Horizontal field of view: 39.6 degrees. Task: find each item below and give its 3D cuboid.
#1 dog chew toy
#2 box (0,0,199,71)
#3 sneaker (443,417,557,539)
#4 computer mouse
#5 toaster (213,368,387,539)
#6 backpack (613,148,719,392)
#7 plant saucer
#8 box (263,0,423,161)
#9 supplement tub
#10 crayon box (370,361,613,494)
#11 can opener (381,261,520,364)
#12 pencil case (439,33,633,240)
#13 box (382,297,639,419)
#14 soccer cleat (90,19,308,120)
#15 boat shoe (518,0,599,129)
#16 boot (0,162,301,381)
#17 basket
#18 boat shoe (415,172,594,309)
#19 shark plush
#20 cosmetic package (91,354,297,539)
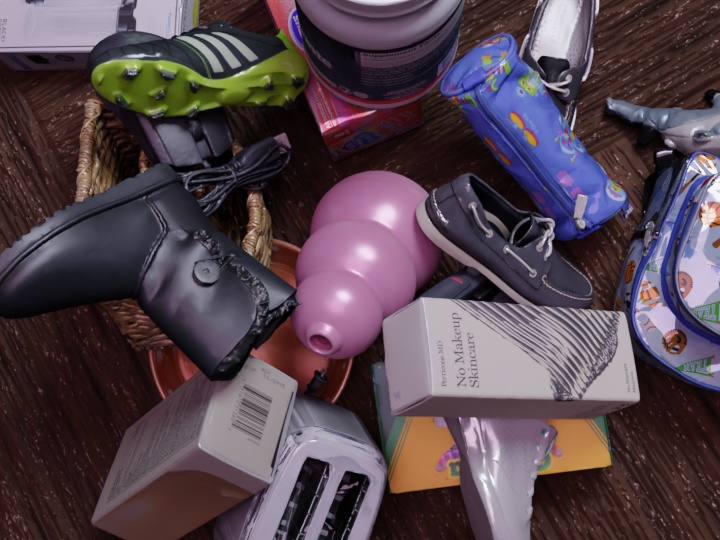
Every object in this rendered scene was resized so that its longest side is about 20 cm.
[{"bbox_3d":[0.000,0.000,0.875,0.124,0.125,0.200,17,42,9],"label":"dog chew toy"},{"bbox_3d":[-0.267,-0.266,1.015,0.200,0.060,0.117,0,81,7],"label":"box"},{"bbox_3d":[0.128,0.161,0.840,0.088,0.075,0.200,-11,82,-12],"label":"sneaker"},{"bbox_3d":[-0.161,-0.148,0.886,0.200,0.053,0.138,48,51,10],"label":"computer mouse"},{"bbox_3d":[-0.048,0.193,0.861,0.113,0.129,0.200,23,91,-16],"label":"toaster"},{"bbox_3d":[0.318,0.011,0.861,0.200,0.154,0.191,24,95,7],"label":"backpack"},{"bbox_3d":[-0.102,0.069,0.957,0.200,0.032,0.201,-1,82,6],"label":"plant saucer"},{"bbox_3d":[-0.024,-0.222,0.960,0.102,0.095,0.200,-22,79,2],"label":"box"},{"bbox_3d":[0.016,-0.226,0.806,0.140,0.200,0.141,0,79,1],"label":"supplement tub"},{"bbox_3d":[0.117,0.130,0.906,0.200,0.058,0.119,-9,81,5],"label":"crayon box"},{"bbox_3d":[0.085,0.029,0.876,0.079,0.200,0.064,17,115,38],"label":"can opener"},{"bbox_3d":[0.156,-0.111,0.887,0.078,0.087,0.200,-33,110,24],"label":"pencil case"},{"bbox_3d":[0.121,0.073,0.798,0.200,0.068,0.082,4,69,-27],"label":"box"},{"bbox_3d":[-0.138,-0.176,0.853,0.200,0.068,0.081,-7,58,-35],"label":"soccer cleat"},{"bbox_3d":[0.184,-0.194,0.947,0.074,0.060,0.200,17,85,3],"label":"boat shoe"},{"bbox_3d":[-0.160,0.020,0.758,0.168,0.076,0.200,45,49,9],"label":"boot"},{"bbox_3d":[-0.161,-0.050,0.893,0.142,0.149,0.200,-9,56,7],"label":"basket"},{"bbox_3d":[0.143,-0.020,0.877,0.200,0.073,0.063,29,127,-24],"label":"boat shoe"},{"bbox_3d":[0.334,-0.133,0.938,0.200,0.091,0.083,4,61,28],"label":"shark plush"},{"bbox_3d":[-0.144,0.157,0.855,0.071,0.200,0.105,32,47,-21],"label":"cosmetic package"}]
